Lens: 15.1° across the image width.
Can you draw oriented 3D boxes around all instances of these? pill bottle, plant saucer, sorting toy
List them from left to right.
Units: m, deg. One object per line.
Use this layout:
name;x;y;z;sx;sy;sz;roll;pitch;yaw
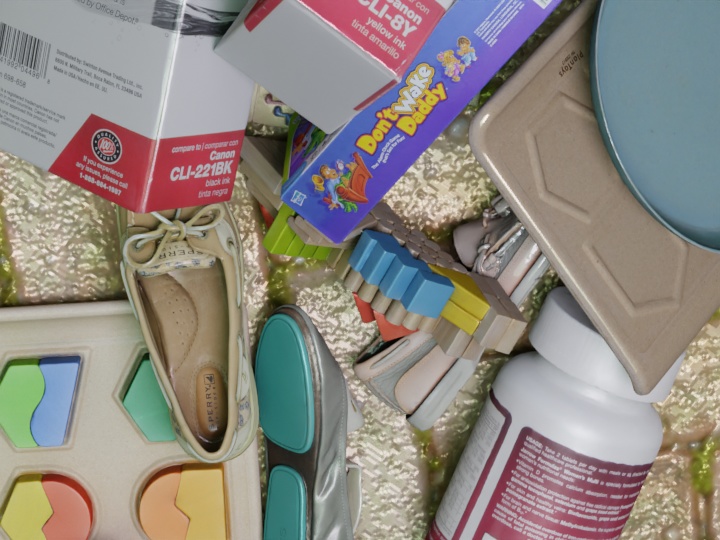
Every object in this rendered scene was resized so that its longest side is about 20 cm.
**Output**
sorting toy;-0.156;0.115;1.682;0.184;0.036;0.201;-4;108;-1
pill bottle;0.118;0.119;1.652;0.109;0.110;0.200;21;106;-8
sorting toy;0.157;-0.057;1.578;0.036;0.185;0.200;-11;119;50
plant saucer;0.200;-0.107;1.569;0.200;0.027;0.201;7;79;-37

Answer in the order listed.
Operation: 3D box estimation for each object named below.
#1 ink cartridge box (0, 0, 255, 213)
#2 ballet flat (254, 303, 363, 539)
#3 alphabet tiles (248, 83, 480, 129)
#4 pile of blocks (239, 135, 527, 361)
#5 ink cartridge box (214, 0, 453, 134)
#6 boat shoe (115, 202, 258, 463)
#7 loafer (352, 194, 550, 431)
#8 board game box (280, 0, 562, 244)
ink cartridge box;-0.130;-0.152;1.537;0.144;0.084;0.201;25;112;33
ballet flat;-0.028;0.110;1.677;0.064;0.067;0.201;-14;114;-37
alphabet tiles;-0.017;-0.162;1.612;0.199;0.006;0.167;9;107;-4
pile of blocks;0.000;0.000;1.595;0.200;0.082;0.062;36;113;15
ink cartridge box;0.022;-0.187;1.458;0.083;0.145;0.200;35;74;-8
boat shoe;-0.100;0.016;1.616;0.073;0.063;0.201;-16;89;0
loafer;0.068;0.005;1.638;0.063;0.072;0.200;33;107;-4
board game box;0.036;-0.122;1.543;0.045;0.135;0.200;38;108;-14
